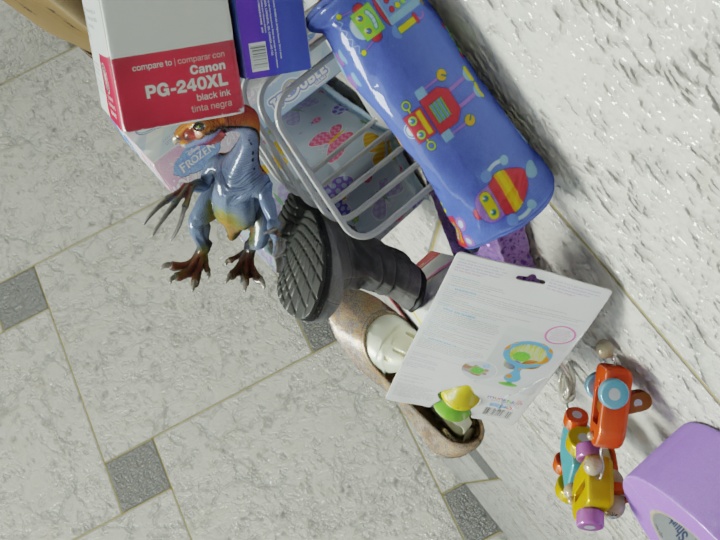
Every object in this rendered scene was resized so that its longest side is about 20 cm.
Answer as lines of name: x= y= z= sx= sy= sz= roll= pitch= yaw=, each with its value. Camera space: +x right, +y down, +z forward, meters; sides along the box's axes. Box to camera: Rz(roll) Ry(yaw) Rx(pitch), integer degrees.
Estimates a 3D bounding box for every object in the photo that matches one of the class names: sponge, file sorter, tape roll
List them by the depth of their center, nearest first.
tape roll: x=0.285 y=0.211 z=0.772 sx=0.201 sy=0.065 sz=0.200 roll=51 pitch=171 yaw=11
file sorter: x=-0.020 y=-0.127 z=0.827 sx=0.140 sy=0.124 sz=0.200 roll=56 pitch=172 yaw=-26
sponge: x=0.111 y=-0.016 z=0.906 sx=0.112 sy=0.030 sz=0.201 roll=48 pitch=172 yaw=36

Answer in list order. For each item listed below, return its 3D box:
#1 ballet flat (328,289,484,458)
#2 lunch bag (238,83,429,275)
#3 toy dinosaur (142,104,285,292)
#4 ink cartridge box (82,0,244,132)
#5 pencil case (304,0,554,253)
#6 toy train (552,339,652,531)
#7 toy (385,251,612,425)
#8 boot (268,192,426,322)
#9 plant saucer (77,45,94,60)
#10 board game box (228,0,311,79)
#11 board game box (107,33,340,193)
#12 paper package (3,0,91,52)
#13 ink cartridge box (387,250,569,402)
ballet flat: x=0.050 y=0.092 z=0.977 sx=0.200 sy=0.068 sz=0.067 roll=48 pitch=156 yaw=-12
lunch bag: x=-0.057 y=-0.090 z=1.046 sx=0.200 sy=0.169 sz=0.128 roll=40 pitch=170 yaw=42
toy dinosaur: x=-0.107 y=-0.066 z=0.802 sx=0.202 sy=0.103 sz=0.184 roll=-93 pitch=15 yaw=-52
ink cartridge box: x=-0.140 y=-0.203 z=0.673 sx=0.145 sy=0.082 sz=0.204 roll=-140 pitch=41 yaw=-67
pencil case: x=0.047 y=-0.109 z=0.685 sx=0.201 sy=0.077 sz=0.087 roll=53 pitch=-167 yaw=-11
toy train: x=0.206 y=0.137 z=0.885 sx=0.200 sy=0.054 sz=0.154 roll=67 pitch=-151 yaw=-86
toy: x=0.098 y=0.046 z=0.803 sx=0.201 sy=0.113 sz=0.048 roll=111 pitch=169 yaw=-48
boot: x=0.000 y=0.000 z=0.857 sx=0.130 sy=0.071 sz=0.201 roll=24 pitch=-162 yaw=-17
plant saucer: x=-0.180 y=-0.236 z=1.000 sx=0.201 sy=0.198 sz=0.037 roll=47 pitch=150 yaw=32
board game box: x=-0.083 y=-0.233 z=0.687 sx=0.134 sy=0.044 sz=0.204 roll=-145 pitch=46 yaw=-68
board game box: x=-0.135 y=-0.172 z=1.016 sx=0.044 sy=0.199 sz=0.199 roll=57 pitch=171 yaw=-30
paper package: x=-0.240 y=-0.256 z=0.837 sx=0.189 sy=0.105 sz=0.200 roll=27 pitch=176 yaw=32
ink cartridge box: x=0.098 y=0.054 z=0.932 sx=0.117 sy=0.067 sz=0.200 roll=53 pitch=173 yaw=-10
